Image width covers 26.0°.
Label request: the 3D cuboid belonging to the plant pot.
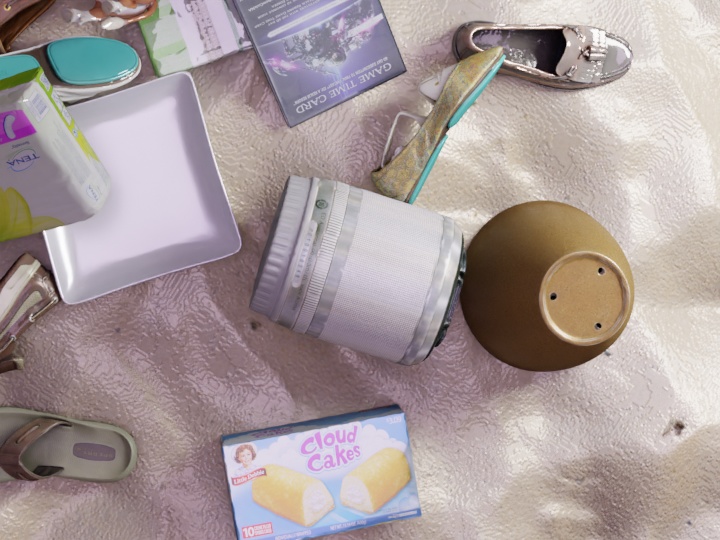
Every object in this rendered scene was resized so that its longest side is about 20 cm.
[{"bbox_3d":[0.207,0.021,1.612,0.184,0.200,0.188,0,92,-5],"label":"plant pot"}]

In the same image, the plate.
[{"bbox_3d":[-0.245,-0.086,1.640,0.198,0.032,0.202,-18,90,-5],"label":"plate"}]

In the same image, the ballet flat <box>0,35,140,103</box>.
[{"bbox_3d":[-0.326,-0.196,1.610,0.199,0.069,0.070,-14,95,-29],"label":"ballet flat"}]

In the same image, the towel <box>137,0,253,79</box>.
[{"bbox_3d":[-0.145,-0.301,1.650,0.198,0.031,0.150,-19,92,-2],"label":"towel"}]

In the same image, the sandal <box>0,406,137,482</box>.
[{"bbox_3d":[-0.335,0.186,1.638,0.199,0.057,0.081,1,93,-6],"label":"sandal"}]

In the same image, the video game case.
[{"bbox_3d":[-0.050,-0.266,1.626,0.142,0.019,0.201,-26,118,-4],"label":"video game case"}]

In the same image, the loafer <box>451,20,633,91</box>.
[{"bbox_3d":[0.199,-0.232,1.666,0.198,0.063,0.073,5,92,-6],"label":"loafer"}]

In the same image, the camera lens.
[{"bbox_3d":[0.000,0.000,1.609,0.198,0.160,0.161,17,91,-6],"label":"camera lens"}]

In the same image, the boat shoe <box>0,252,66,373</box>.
[{"bbox_3d":[-0.382,0.082,1.622,0.075,0.075,0.203,38,89,-12],"label":"boat shoe"}]

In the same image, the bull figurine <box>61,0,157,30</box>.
[{"bbox_3d":[-0.297,-0.318,1.583,0.199,0.122,0.065,34,124,-2],"label":"bull figurine"}]

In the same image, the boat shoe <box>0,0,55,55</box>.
[{"bbox_3d":[-0.391,-0.234,1.600,0.067,0.072,0.200,39,86,5],"label":"boat shoe"}]

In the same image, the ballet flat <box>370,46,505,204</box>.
[{"bbox_3d":[0.075,-0.161,1.639,0.070,0.071,0.201,31,109,-6],"label":"ballet flat"}]

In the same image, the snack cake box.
[{"bbox_3d":[-0.043,0.218,1.664,0.198,0.067,0.116,-10,95,-5],"label":"snack cake box"}]

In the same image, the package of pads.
[{"bbox_3d":[-0.365,-0.102,1.552,0.198,0.069,0.155,-13,128,23],"label":"package of pads"}]
